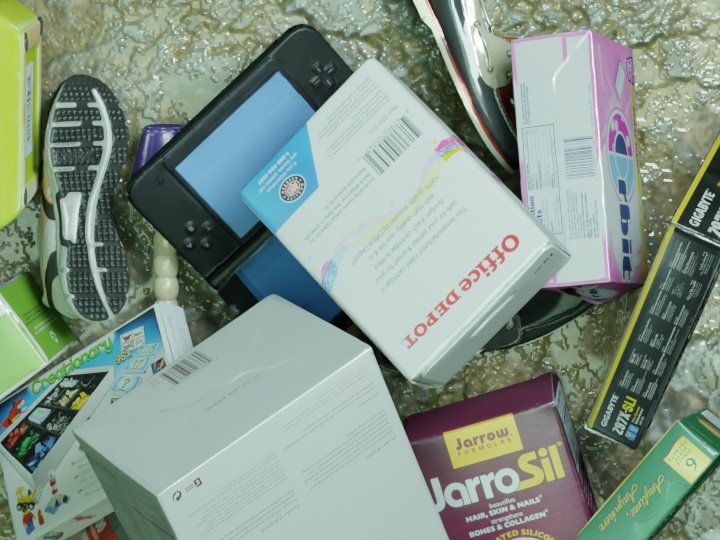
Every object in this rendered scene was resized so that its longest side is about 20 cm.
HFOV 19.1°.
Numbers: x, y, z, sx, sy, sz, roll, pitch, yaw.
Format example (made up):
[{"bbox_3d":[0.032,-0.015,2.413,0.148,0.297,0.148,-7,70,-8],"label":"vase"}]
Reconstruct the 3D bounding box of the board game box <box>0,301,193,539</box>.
[{"bbox_3d":[-0.208,0.126,1.707,0.200,0.035,0.127,-31,62,28],"label":"board game box"}]

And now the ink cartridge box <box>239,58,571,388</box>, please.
[{"bbox_3d":[0.034,-0.032,1.577,0.145,0.085,0.200,-45,71,7],"label":"ink cartridge box"}]

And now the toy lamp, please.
[{"bbox_3d":[-0.156,-0.017,1.728,0.058,0.058,0.201,-1,100,4],"label":"toy lamp"}]

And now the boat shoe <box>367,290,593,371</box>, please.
[{"bbox_3d":[0.102,0.036,1.713,0.199,0.068,0.072,-16,97,3],"label":"boat shoe"}]

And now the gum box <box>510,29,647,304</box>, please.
[{"bbox_3d":[0.170,-0.075,1.637,0.066,0.113,0.201,-5,86,23],"label":"gum box"}]

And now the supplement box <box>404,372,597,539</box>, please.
[{"bbox_3d":[0.125,0.201,1.721,0.131,0.103,0.201,-17,98,8],"label":"supplement box"}]

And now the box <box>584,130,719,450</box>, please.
[{"bbox_3d":[0.241,0.013,1.616,0.049,0.160,0.200,26,127,11],"label":"box"}]

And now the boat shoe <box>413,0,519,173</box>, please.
[{"bbox_3d":[0.093,-0.174,1.678,0.062,0.071,0.200,-25,93,5],"label":"boat shoe"}]

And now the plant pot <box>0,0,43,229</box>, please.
[{"bbox_3d":[-0.342,-0.125,1.659,0.181,0.199,0.201,1,99,-3],"label":"plant pot"}]

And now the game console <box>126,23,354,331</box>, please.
[{"bbox_3d":[-0.049,-0.058,1.661,0.200,0.118,0.171,-44,121,-1],"label":"game console"}]

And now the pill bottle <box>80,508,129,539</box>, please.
[{"bbox_3d":[-0.123,0.176,1.729,0.116,0.116,0.200,41,100,-3],"label":"pill bottle"}]

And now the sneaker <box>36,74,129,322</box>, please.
[{"bbox_3d":[-0.233,-0.057,1.720,0.074,0.080,0.201,4,84,-34],"label":"sneaker"}]

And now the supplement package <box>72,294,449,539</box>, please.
[{"bbox_3d":[-0.069,0.164,1.579,0.191,0.147,0.200,-33,121,-20],"label":"supplement package"}]

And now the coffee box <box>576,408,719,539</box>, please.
[{"bbox_3d":[0.233,0.166,1.656,0.044,0.200,0.123,42,101,11],"label":"coffee box"}]

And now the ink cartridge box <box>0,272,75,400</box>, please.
[{"bbox_3d":[-0.322,0.086,1.685,0.148,0.200,0.076,-35,96,10],"label":"ink cartridge box"}]

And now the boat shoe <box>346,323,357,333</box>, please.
[{"bbox_3d":[0.000,0.000,1.711,0.200,0.071,0.069,-34,97,10],"label":"boat shoe"}]
